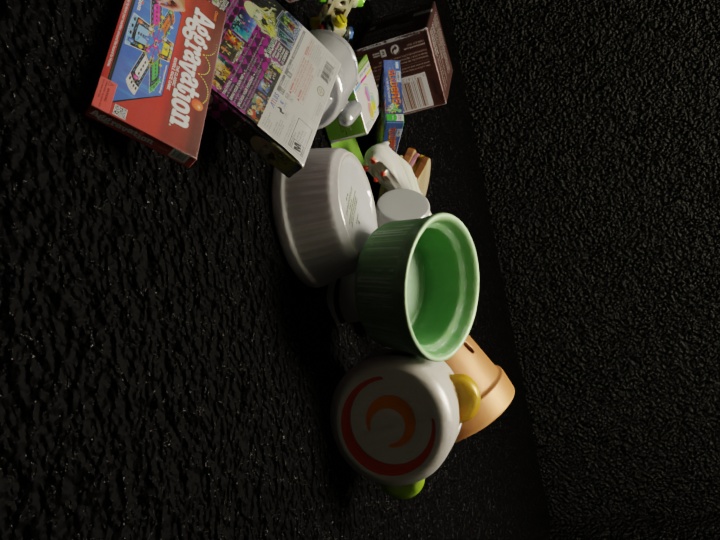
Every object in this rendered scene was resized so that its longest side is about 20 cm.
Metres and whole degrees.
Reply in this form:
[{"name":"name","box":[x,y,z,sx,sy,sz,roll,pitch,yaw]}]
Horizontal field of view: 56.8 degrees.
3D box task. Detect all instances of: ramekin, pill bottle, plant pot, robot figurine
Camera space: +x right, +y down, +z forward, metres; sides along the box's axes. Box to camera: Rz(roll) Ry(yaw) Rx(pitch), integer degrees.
[{"name":"ramekin","box":[0.079,0.021,0.939,0.199,0.097,0.204,-5,96,-52]},{"name":"pill bottle","box":[0.068,-0.032,1.148,0.115,0.112,0.202,-78,172,-47]},{"name":"plant pot","box":[0.146,0.188,1.147,0.141,0.198,0.200,61,21,-5]},{"name":"ramekin","box":[-0.043,-0.082,0.962,0.202,0.093,0.206,-9,90,-71]},{"name":"robot figurine","box":[-0.066,-0.277,0.960,0.170,0.112,0.201,44,31,-17]}]

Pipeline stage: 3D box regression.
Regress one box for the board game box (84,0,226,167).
[{"name":"board game box","box":[-0.189,-0.204,0.640,0.102,0.019,0.203,26,52,-35]}]

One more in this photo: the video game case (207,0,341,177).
[{"name":"video game case","box":[-0.116,-0.234,0.770,0.180,0.036,0.202,37,47,-27]}]

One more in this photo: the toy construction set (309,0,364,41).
[{"name":"toy construction set","box":[-0.051,-0.410,1.065,0.200,0.091,0.133,115,-35,-71]}]

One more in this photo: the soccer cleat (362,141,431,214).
[{"name":"soccer cleat","box":[0.082,-0.143,1.192,0.201,0.069,0.078,54,51,-9]}]

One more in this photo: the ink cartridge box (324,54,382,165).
[{"name":"ink cartridge box","box":[-0.005,-0.260,1.187,0.148,0.075,0.202,-68,143,-57]}]

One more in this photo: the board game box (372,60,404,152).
[{"name":"board game box","box":[0.051,-0.291,1.305,0.200,0.034,0.138,104,-16,-69]}]

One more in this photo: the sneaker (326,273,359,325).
[{"name":"sneaker","box":[0.000,0.000,1.072,0.077,0.079,0.202,58,28,-45]}]

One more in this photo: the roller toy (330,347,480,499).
[{"name":"roller toy","box":[0.058,0.204,0.975,0.182,0.201,0.140,38,13,12]}]

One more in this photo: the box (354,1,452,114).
[{"name":"box","box":[0.099,-0.456,1.452,0.201,0.163,0.166,-74,148,-52]}]

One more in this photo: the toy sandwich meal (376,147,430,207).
[{"name":"toy sandwich meal","box":[0.083,-0.133,1.304,0.205,0.069,0.209,12,90,-78]}]

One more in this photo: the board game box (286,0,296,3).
[{"name":"board game box","box":[-0.141,-0.486,0.963,0.200,0.034,0.129,-9,90,-72]}]
